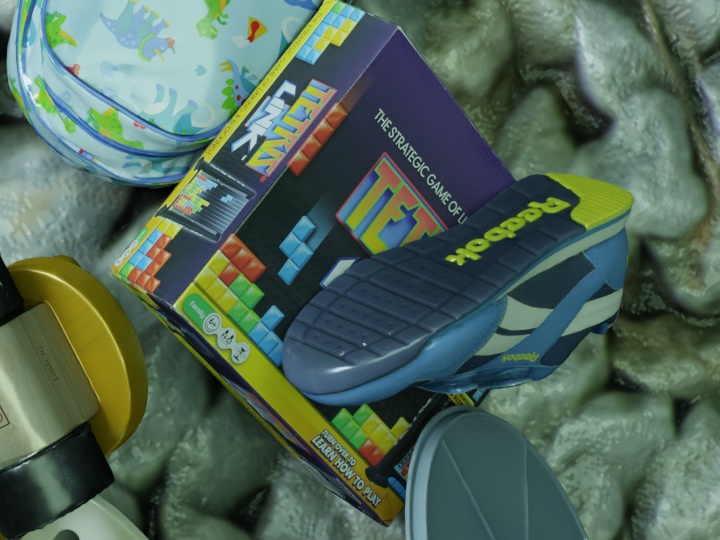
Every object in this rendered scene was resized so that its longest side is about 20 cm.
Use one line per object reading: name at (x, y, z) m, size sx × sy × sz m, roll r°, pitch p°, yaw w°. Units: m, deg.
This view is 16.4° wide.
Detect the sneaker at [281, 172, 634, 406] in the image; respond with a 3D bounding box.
sneaker at (0.052, 0.025, 1.145) m, size 0.199 × 0.074 × 0.083 m, roll -25°, pitch 126°, yaw -32°

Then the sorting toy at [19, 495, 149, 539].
sorting toy at (-0.131, 0.205, 1.169) m, size 0.199 × 0.107 × 0.181 m, roll -35°, pitch 82°, yaw -2°

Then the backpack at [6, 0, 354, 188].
backpack at (-0.085, -0.135, 1.183) m, size 0.163 × 0.154 × 0.201 m, roll 35°, pitch 94°, yaw -15°

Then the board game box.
board game box at (0.000, 0.000, 1.176) m, size 0.166 × 0.057 × 0.200 m, roll -51°, pitch 134°, yaw -10°

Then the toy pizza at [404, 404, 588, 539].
toy pizza at (0.068, 0.163, 1.189) m, size 0.032 × 0.200 × 0.202 m, roll -20°, pitch 92°, yaw 26°

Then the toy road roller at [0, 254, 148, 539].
toy road roller at (-0.188, 0.068, 1.163) m, size 0.199 × 0.146 × 0.124 m, roll -26°, pitch 94°, yaw 24°
